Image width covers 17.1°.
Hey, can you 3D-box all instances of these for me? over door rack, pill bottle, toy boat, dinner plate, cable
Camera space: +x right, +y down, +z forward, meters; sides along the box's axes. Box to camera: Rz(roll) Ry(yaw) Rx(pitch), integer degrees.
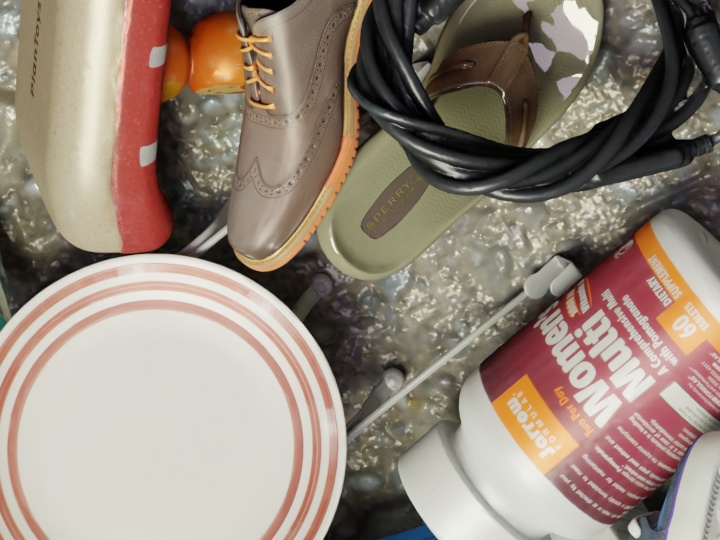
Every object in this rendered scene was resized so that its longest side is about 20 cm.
[{"bbox_3d":[0.000,0.000,1.293,0.200,0.067,0.148,-36,103,9],"label":"over door rack"},{"bbox_3d":[0.122,0.070,1.250,0.200,0.110,0.110,-41,101,14],"label":"pill bottle"},{"bbox_3d":[-0.106,-0.107,1.245,0.130,0.131,0.201,-2,117,-19],"label":"toy boat"},{"bbox_3d":[-0.107,0.092,1.247,0.199,0.024,0.201,0,82,-1],"label":"dinner plate"},{"bbox_3d":[0.086,-0.116,1.163,0.199,0.051,0.164,-12,88,-18],"label":"cable"}]

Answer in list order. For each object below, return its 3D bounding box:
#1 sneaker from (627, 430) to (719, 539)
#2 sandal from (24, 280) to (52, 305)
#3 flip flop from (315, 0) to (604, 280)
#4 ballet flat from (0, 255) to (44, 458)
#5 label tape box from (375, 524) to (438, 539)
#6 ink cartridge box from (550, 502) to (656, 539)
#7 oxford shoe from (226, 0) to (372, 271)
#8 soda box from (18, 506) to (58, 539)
[{"bbox_3d":[0.128,0.170,1.224,0.146,0.080,0.201,10,98,43],"label":"sneaker"},{"bbox_3d":[-0.105,0.081,1.323,0.043,0.076,0.200,-40,104,-5],"label":"sandal"},{"bbox_3d":[0.054,-0.077,1.210,0.081,0.058,0.200,42,90,-13],"label":"flip flop"},{"bbox_3d":[-0.225,0.027,1.307,0.072,0.072,0.201,-31,70,23],"label":"ballet flat"},{"bbox_3d":[0.000,0.253,1.308,0.144,0.063,0.201,-13,113,-26],"label":"label tape box"},{"bbox_3d":[0.129,0.227,1.297,0.047,0.200,0.160,11,122,-34],"label":"ink cartridge box"},{"bbox_3d":[-0.041,-0.101,1.205,0.071,0.073,0.201,12,88,44],"label":"oxford shoe"},{"bbox_3d":[-0.222,0.182,1.324,0.200,0.064,0.068,-17,122,41],"label":"soda box"}]
